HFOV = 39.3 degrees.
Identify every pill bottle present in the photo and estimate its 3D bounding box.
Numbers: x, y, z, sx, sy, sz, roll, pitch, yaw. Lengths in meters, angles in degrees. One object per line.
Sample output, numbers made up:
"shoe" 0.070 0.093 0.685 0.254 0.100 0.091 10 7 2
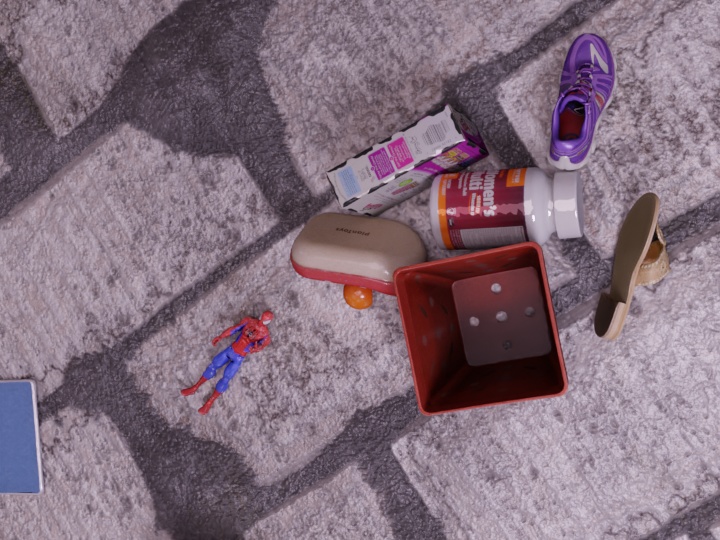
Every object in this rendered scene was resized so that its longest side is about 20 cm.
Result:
"pill bottle" 0.204 -0.086 1.398 0.200 0.110 0.110 -3 92 19

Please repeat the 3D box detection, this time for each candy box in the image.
"candy box" 0.068 -0.151 1.424 0.200 0.136 0.061 -28 78 17

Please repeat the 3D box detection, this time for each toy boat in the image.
"toy boat" 0.000 0.000 1.480 0.200 0.131 0.131 9 126 18

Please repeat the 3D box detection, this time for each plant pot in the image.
"plant pot" 0.178 0.071 1.381 0.200 0.176 0.200 -11 91 18

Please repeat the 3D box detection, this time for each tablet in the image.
"tablet" -0.608 0.288 1.739 0.130 0.014 0.200 -3 91 19

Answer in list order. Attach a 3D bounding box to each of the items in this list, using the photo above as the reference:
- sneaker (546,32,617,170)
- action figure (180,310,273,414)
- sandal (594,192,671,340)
"sneaker" 0.300 -0.235 1.355 0.081 0.083 0.200 8 73 15
"action figure" -0.208 0.139 1.557 0.065 0.099 0.200 43 102 10
"sandal" 0.388 -0.001 1.378 0.070 0.078 0.212 12 106 -14
